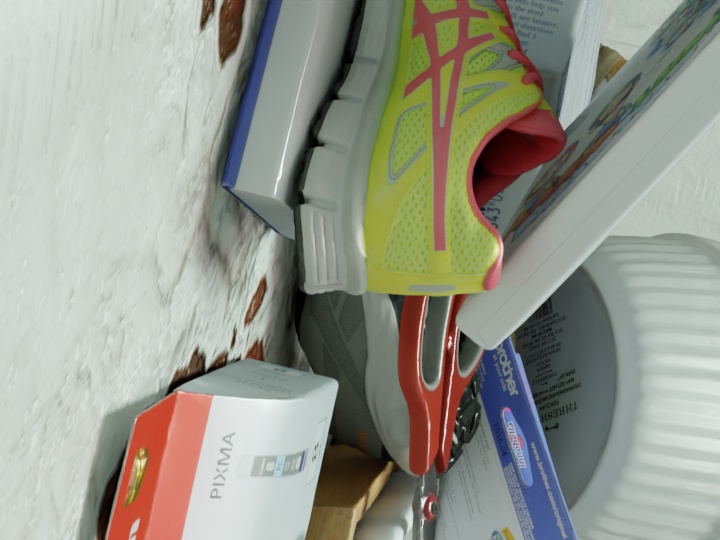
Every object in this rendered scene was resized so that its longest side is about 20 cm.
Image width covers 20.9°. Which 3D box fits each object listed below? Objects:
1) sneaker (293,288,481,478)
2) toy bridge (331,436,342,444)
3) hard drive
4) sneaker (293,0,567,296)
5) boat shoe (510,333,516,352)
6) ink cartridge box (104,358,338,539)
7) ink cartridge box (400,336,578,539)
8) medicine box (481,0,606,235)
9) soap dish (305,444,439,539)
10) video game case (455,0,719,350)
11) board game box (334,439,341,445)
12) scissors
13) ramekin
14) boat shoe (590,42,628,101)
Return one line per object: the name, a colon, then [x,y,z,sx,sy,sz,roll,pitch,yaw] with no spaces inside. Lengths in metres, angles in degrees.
sneaker: [0.000,0.000,0.885,0.074,0.079,0.202,-35,126,-49]
toy bridge: [0.016,0.014,1.116,0.067,0.027,0.202,90,15,-62]
hard drive: [-0.008,-0.117,0.764,0.132,0.025,0.202,44,60,-80]
sneaker: [0.039,-0.071,0.752,0.078,0.089,0.202,82,21,-63]
boat shoe: [0.058,0.082,1.060,0.076,0.071,0.202,144,-58,-74]
ink cartridge box: [-0.059,0.122,0.728,0.200,0.047,0.162,-20,123,-82]
ink cartridge box: [0.047,0.125,0.994,0.200,0.042,0.120,-47,-128,47]
medicine box: [0.063,-0.110,0.981,0.183,0.102,0.201,93,13,-50]
soap dish: [-0.027,0.186,0.927,0.157,0.080,0.202,-34,136,-78]
video game case: [0.124,-0.077,0.767,0.200,0.024,0.182,-49,-176,32]
board game box: [0.004,0.141,1.167,0.102,0.047,0.201,92,14,-55]
scissors: [0.025,0.091,0.855,0.073,0.014,0.202,28,71,-60]
ramekin: [0.142,0.074,1.119,0.200,0.104,0.202,-25,-118,58]
boat shoe: [0.095,-0.051,1.152,0.200,0.069,0.075,-42,176,19]
